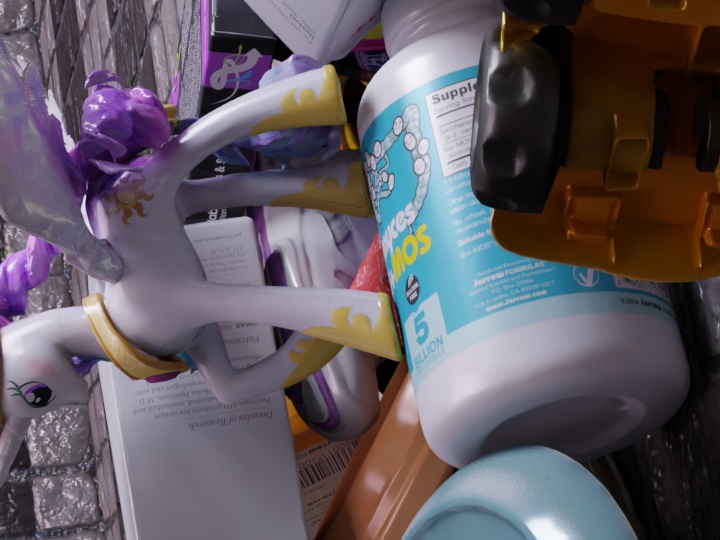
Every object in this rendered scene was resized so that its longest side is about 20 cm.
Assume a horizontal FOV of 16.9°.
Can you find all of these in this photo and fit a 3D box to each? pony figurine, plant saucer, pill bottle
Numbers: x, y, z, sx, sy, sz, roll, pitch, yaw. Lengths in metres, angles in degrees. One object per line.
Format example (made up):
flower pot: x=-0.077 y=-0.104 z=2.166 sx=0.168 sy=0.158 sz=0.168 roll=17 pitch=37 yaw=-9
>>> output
pony figurine: x=-0.096 y=-0.021 z=1.011 sx=0.167 sy=0.199 sz=0.194 roll=48 pitch=-151 yaw=-83
plant saucer: x=0.050 y=0.166 z=0.921 sx=0.200 sy=0.027 sz=0.201 roll=-12 pitch=77 yaw=59
plant saucer: x=0.024 y=0.076 z=1.131 sx=0.201 sy=0.037 sz=0.200 roll=-62 pitch=0 yaw=0
pill bottle: x=0.061 y=-0.026 z=0.999 sx=0.111 sy=0.110 sz=0.201 roll=109 pitch=152 yaw=-62

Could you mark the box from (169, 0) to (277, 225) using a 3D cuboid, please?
box: x=-0.070 y=-0.090 z=1.199 sx=0.201 sy=0.036 sz=0.143 roll=106 pitch=166 yaw=-46

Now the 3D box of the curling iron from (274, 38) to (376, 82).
curling iron: x=-0.022 y=-0.121 z=1.235 sx=0.200 sy=0.025 sz=0.050 roll=11 pitch=82 yaw=52

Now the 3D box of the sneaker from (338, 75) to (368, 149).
sneaker: x=-0.009 y=-0.087 z=1.355 sx=0.200 sy=0.073 sz=0.078 roll=118 pitch=147 yaw=-68

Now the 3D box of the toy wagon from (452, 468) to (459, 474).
toy wagon: x=0.077 y=0.149 z=1.166 sx=0.200 sy=0.039 sz=0.156 roll=173 pitch=91 yaw=-77

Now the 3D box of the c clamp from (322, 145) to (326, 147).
c clamp: x=-0.008 y=-0.098 z=1.267 sx=0.170 sy=0.027 sz=0.201 roll=0 pitch=103 yaw=48

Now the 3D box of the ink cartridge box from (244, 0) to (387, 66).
ink cartridge box: x=0.020 y=-0.186 z=0.996 sx=0.085 sy=0.144 sz=0.200 roll=45 pitch=160 yaw=5

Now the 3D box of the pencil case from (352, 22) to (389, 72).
pencil case: x=0.006 y=-0.197 z=1.152 sx=0.088 sy=0.088 sz=0.201 roll=117 pitch=155 yaw=-67

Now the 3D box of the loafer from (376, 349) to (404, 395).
loafer: x=0.021 y=0.017 z=1.318 sx=0.070 sy=0.068 sz=0.201 roll=39 pitch=-169 yaw=-44

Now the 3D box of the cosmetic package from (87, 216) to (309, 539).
cosmetic package: x=-0.072 y=0.090 z=1.108 sx=0.113 sy=0.081 sz=0.201 roll=103 pitch=156 yaw=-70

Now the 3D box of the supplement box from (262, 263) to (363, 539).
supplement box: x=-0.020 y=0.099 z=1.316 sx=0.126 sy=0.073 sz=0.200 roll=63 pitch=178 yaw=41

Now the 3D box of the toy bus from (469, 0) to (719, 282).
toy bus: x=0.103 y=-0.122 z=0.766 sx=0.201 sy=0.135 sz=0.193 roll=95 pitch=176 yaw=-49

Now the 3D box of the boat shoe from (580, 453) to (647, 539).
boat shoe: x=0.105 y=0.140 z=1.026 sx=0.073 sy=0.062 sz=0.201 roll=-46 pitch=49 yaw=39

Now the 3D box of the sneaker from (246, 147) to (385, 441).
sneaker: x=0.000 y=0.000 z=1.152 sx=0.200 sy=0.099 sz=0.075 roll=-101 pitch=10 yaw=-50

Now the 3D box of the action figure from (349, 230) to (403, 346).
action figure: x=0.031 y=-0.024 z=1.107 sx=0.066 sy=0.052 sz=0.200 roll=-60 pitch=3 yaw=34
